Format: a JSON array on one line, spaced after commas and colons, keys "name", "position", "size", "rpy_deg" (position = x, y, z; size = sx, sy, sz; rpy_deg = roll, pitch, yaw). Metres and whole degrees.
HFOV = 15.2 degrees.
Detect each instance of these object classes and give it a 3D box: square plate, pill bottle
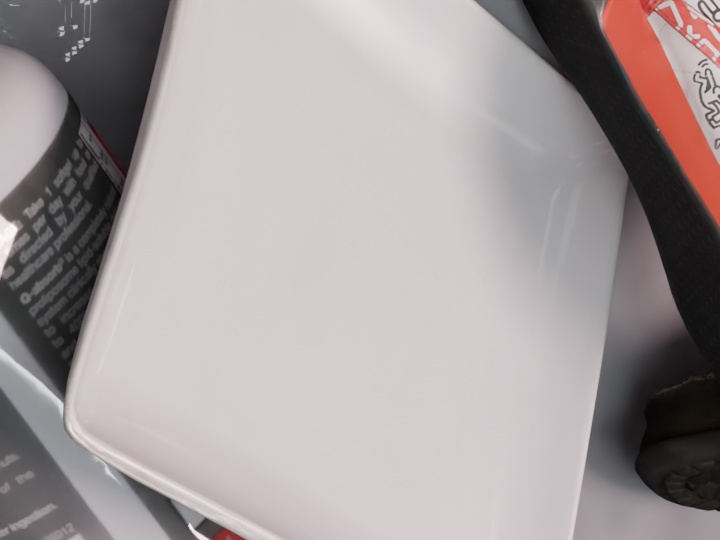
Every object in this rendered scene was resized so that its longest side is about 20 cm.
[{"name": "square plate", "position": [0.000, 0.000, 0.769], "size": [0.198, 0.028, 0.200], "rpy_deg": [35, 54, -38]}, {"name": "pill bottle", "position": [-0.109, 0.010, 0.751], "size": [0.116, 0.116, 0.200], "rpy_deg": [-37, 113, -7]}]

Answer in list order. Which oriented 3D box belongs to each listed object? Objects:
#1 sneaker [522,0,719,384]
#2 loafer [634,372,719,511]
[{"name": "sneaker", "position": [0.136, -0.043, 0.824], "size": [0.108, 0.067, 0.201], "rpy_deg": [-26, 87, -14]}, {"name": "loafer", "position": [0.178, 0.020, 0.890], "size": [0.200, 0.073, 0.071], "rpy_deg": [-20, 67, -6]}]
